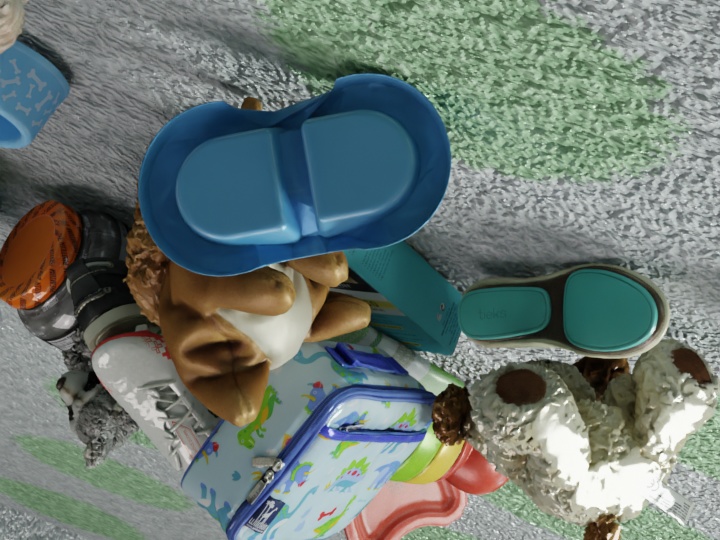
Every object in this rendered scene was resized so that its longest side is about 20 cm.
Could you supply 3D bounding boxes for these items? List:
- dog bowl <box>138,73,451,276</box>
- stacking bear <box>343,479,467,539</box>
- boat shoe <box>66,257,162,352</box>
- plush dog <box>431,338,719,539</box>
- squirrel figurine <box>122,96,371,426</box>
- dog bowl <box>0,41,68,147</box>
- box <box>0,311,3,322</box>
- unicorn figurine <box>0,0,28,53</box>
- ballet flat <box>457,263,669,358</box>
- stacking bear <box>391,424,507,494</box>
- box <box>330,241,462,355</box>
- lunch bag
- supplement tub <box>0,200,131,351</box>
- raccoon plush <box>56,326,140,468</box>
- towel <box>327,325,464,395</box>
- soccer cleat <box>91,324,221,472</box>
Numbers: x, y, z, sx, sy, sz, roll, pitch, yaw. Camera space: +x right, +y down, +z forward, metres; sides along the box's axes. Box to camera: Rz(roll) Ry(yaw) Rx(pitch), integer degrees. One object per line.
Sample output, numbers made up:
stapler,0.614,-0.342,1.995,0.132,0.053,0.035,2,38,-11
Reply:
dog bowl,-0.038,-0.057,1.307,0.200,0.112,0.050,-11,172,8
stacking bear,0.002,0.178,1.975,0.200,0.121,0.114,34,145,66
boat shoe,-0.166,0.028,1.617,0.068,0.072,0.200,55,-167,18
plush dog,0.151,0.122,1.554,0.200,0.161,0.172,-7,-159,-22
squirrel figurine,-0.103,-0.029,1.428,0.200,0.142,0.187,29,142,41
dog bowl,-0.310,-0.139,1.494,0.200,0.050,0.111,13,161,24
box,-0.353,-0.027,1.787,0.048,0.122,0.200,-17,166,-11
unicorn figurine,-0.298,-0.154,1.360,0.137,0.200,0.074,42,-177,37
ballet flat,0.159,0.029,1.492,0.200,0.069,0.069,4,156,47
stacking bear,0.054,0.137,1.818,0.200,0.114,0.121,25,162,-27
box,0.000,0.000,1.583,0.082,0.049,0.200,6,158,37
lunch bag,-0.033,0.128,1.541,0.082,0.161,0.200,42,-169,22
supplement tub,-0.210,0.027,1.776,0.200,0.123,0.123,34,158,-35
raccoon plush,-0.159,0.105,1.685,0.200,0.097,0.134,5,-151,-24
towel,-0.036,0.090,1.651,0.200,0.031,0.149,30,131,-27
soccer cleat,-0.137,0.110,1.568,0.069,0.085,0.200,-25,144,12
